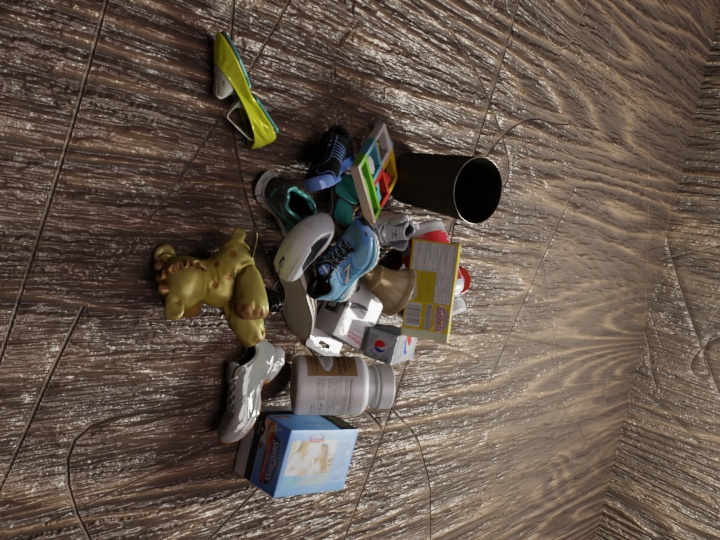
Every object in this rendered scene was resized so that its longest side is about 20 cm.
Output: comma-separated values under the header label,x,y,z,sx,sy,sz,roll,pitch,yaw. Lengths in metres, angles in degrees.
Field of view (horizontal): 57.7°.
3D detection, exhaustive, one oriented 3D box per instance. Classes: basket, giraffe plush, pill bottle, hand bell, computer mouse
label,x,y,z,sx,sy,sz,roll,pitch,yaw
basket,0.174,-0.185,1.397,0.179,0.198,0.138,3,101,-46
giraffe plush,-0.248,0.027,1.059,0.160,0.173,0.203,-10,122,-22
pill bottle,-0.037,0.228,1.300,0.197,0.114,0.116,3,102,-14
hand bell,0.000,0.000,1.281,0.198,0.104,0.105,29,81,-24
computer mouse,-0.125,-0.024,1.141,0.201,0.110,0.044,-50,141,11
pill bottle,0.158,0.002,1.418,0.111,0.112,0.203,-8,76,-45

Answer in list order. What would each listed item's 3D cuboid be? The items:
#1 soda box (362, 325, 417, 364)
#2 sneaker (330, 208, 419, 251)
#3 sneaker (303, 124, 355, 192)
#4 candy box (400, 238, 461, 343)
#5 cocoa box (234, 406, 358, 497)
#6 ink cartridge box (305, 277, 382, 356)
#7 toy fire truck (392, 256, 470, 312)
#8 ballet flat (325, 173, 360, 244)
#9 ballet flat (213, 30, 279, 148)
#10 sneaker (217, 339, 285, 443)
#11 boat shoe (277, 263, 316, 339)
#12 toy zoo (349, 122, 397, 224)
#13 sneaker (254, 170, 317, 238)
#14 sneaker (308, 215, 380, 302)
label,x,y,z,sx,sy,sz,roll,pitch,yaw
soda box,0.071,0.162,1.438,0.200,0.067,0.064,12,93,-72
sneaker,0.028,-0.078,1.335,0.198,0.114,0.076,-21,117,-42
sneaker,-0.064,-0.207,1.201,0.200,0.069,0.079,-59,134,-60
candy box,0.145,0.041,1.346,0.026,0.101,0.204,0,97,-74
cocoa box,-0.123,0.353,1.293,0.199,0.130,0.135,14,92,-48
ink cartridge box,-0.022,0.091,1.369,0.116,0.066,0.202,35,76,-47
toy fire truck,0.149,0.020,1.516,0.168,0.112,0.201,45,67,-24
ballet flat,-0.041,-0.118,1.262,0.070,0.065,0.201,32,33,-10
ballet flat,-0.201,-0.284,1.068,0.067,0.067,0.201,-34,130,-9
sneaker,-0.222,0.212,1.197,0.092,0.075,0.202,41,64,-38
boat shoe,-0.114,0.043,1.254,0.060,0.071,0.202,-51,143,-45
toy zoo,0.035,-0.206,1.320,0.201,0.020,0.133,-63,145,-45
sneaker,-0.110,-0.097,1.198,0.078,0.090,0.200,-59,136,-15
sneaker,-0.034,-0.010,1.171,0.089,0.079,0.201,-10,141,-41
